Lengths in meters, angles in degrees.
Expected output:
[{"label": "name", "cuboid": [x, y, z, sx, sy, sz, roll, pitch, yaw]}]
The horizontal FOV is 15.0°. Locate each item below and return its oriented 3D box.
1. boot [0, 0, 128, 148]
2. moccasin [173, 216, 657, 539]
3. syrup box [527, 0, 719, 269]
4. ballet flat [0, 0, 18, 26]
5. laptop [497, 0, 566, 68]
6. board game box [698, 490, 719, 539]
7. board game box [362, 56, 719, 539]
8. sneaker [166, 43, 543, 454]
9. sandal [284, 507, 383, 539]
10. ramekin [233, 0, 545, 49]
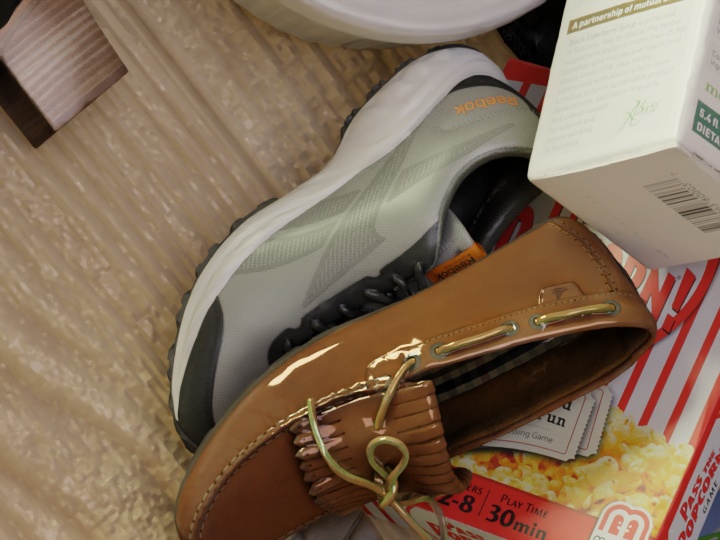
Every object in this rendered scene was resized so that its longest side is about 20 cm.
[{"label": "boot", "cuboid": [-0.204, -0.084, 1.068, 0.200, 0.077, 0.155, -42, 96, -21]}, {"label": "moccasin", "cuboid": [0.021, 0.059, 1.052, 0.201, 0.074, 0.078, -26, 49, -9]}, {"label": "syrup box", "cuboid": [0.137, -0.109, 1.075, 0.079, 0.081, 0.201, 33, 60, -35]}, {"label": "ballet flat", "cuboid": [-0.121, -0.163, 1.060, 0.068, 0.068, 0.201, 36, 40, -18]}, {"label": "laptop", "cuboid": [0.187, -0.112, 1.229, 0.200, 0.103, 0.177, -39, 93, 7]}, {"label": "board game box", "cuboid": [0.225, 0.129, 1.086, 0.199, 0.151, 0.037, -10, 116, 13]}, {"label": "board game box", "cuboid": [0.091, 0.024, 1.115, 0.151, 0.046, 0.201, 17, 71, 27]}, {"label": "sneaker", "cuboid": [0.000, 0.000, 1.093, 0.200, 0.074, 0.079, -48, 53, -2]}, {"label": "sandal", "cuboid": [-0.003, 0.173, 1.098, 0.080, 0.054, 0.201, -32, 92, -20]}, {"label": "ramekin", "cuboid": [0.004, -0.185, 1.141, 0.201, 0.094, 0.204, 3, 80, -17]}]
